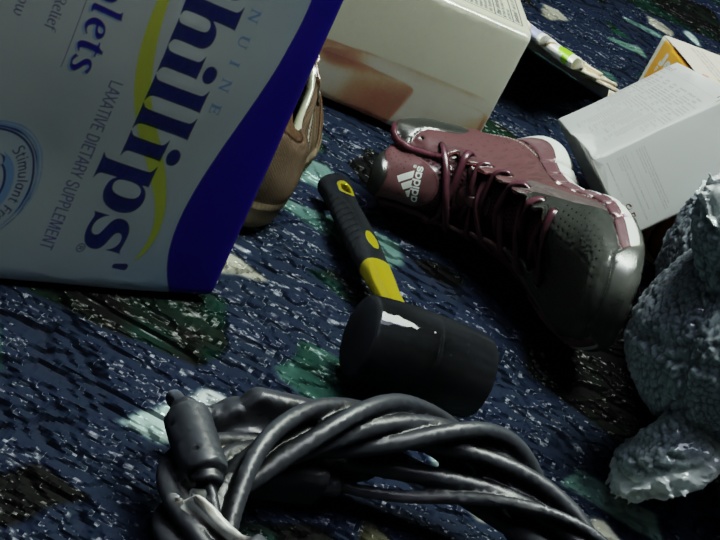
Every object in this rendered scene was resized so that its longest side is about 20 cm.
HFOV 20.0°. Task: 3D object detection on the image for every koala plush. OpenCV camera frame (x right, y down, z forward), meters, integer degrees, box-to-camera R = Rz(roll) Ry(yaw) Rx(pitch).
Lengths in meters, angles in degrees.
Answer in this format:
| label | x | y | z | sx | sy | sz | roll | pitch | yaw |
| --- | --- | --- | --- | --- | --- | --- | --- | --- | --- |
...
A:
| label | x | y | z | sx | sy | sz | roll | pitch | yaw |
| --- | --- | --- | --- | --- | --- | --- | --- | --- | --- |
| koala plush | 0.185 | 0.030 | 0.931 | 0.183 | 0.178 | 0.200 | 27 | 21 | 29 |

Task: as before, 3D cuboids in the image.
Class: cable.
| label | x | y | z | sx | sy | sz | roll | pitch | yaw |
| --- | --- | --- | --- | --- | --- | --- | --- | --- | --- |
| cable | 0.021 | 0.105 | 0.734 | 0.199 | 0.051 | 0.163 | 18 | 26 | -22 |

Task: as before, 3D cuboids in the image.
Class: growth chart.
| label | x | y | z | sx | sy | sz | roll | pitch | yaw |
| --- | --- | --- | --- | --- | --- | --- | --- | --- | --- |
| growth chart | 0.103 | -0.159 | 1.330 | 0.145 | 0.018 | 0.200 | 38 | 8 | 28 |

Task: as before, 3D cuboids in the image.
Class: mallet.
| label | x | y | z | sx | sy | sz | roll | pitch | yaw |
| --- | --- | --- | --- | --- | --- | --- | --- | --- | --- |
| mallet | 0.000 | 0.000 | 0.948 | 0.066 | 0.041 | 0.200 | 17 | 21 | -29 |

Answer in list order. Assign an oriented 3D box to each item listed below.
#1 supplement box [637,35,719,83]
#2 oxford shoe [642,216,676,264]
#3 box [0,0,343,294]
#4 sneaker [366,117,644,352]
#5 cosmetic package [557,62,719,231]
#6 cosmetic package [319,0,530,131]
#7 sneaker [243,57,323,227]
| label | x | y | z | sx | sy | sz | roll | pitch | yaw |
| --- | --- | --- | --- | --- | --- | --- | --- | --- | --- |
| supplement box | 0.281 | -0.068 | 1.325 | 0.199 | 0.074 | 0.126 | 16 | 26 | -24 |
| oxford shoe | 0.242 | -0.007 | 1.172 | 0.199 | 0.071 | 0.071 | 8 | 37 | -37 |
| box | -0.126 | -0.099 | 0.826 | 0.199 | 0.185 | 0.105 | 5 | 31 | -40 |
| sneaker | 0.062 | -0.024 | 1.027 | 0.115 | 0.076 | 0.200 | 14 | 16 | -17 |
| cosmetic package | 0.164 | -0.070 | 1.130 | 0.051 | 0.082 | 0.200 | 62 | 6 | -9 |
| cosmetic package | -0.012 | -0.155 | 1.178 | 0.199 | 0.088 | 0.104 | 23 | 25 | -12 |
| sneaker | -0.041 | -0.091 | 1.032 | 0.070 | 0.076 | 0.200 | 23 | 25 | -10 |
